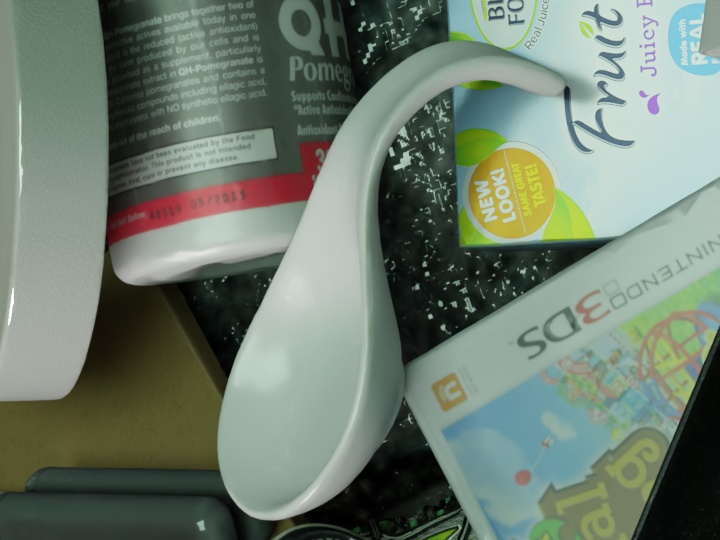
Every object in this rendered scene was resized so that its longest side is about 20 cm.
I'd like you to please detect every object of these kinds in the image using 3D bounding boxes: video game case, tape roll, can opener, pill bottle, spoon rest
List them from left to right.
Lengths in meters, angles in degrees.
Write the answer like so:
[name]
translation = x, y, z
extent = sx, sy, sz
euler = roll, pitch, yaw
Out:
[tape roll]
translation = -0.141, -0.047, 0.967
extent = 0.037, 0.203, 0.203
euler = -1, 88, -19
[can opener]
translation = -0.123, 0.111, 0.974
extent = 0.200, 0.053, 0.067
euler = -7, 106, 33
[pill bottle]
translation = -0.062, -0.100, 0.973
extent = 0.111, 0.111, 0.200
euler = -11, 86, 20
[spoon rest]
translation = 0.000, 0.000, 0.891
extent = 0.200, 0.061, 0.099
euler = -61, 31, 2
[video game case]
translation = 0.132, 0.080, 0.859
extent = 0.182, 0.022, 0.200
euler = -32, 78, 19

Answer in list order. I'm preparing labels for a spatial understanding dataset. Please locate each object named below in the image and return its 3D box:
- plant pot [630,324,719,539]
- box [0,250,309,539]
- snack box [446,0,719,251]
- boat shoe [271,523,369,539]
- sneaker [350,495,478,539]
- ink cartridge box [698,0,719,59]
[plant pot]
translation = 0.209, 0.052, 0.728
extent = 0.177, 0.200, 0.200
euler = 24, 80, -2
[box]
translation = -0.107, 0.109, 1.000
extent = 0.163, 0.021, 0.200
euler = -42, 57, 16
[snack box]
translation = 0.120, -0.111, 0.929
extent = 0.168, 0.068, 0.200
euler = -3, 87, 19
[boat shoe]
translation = 0.037, 0.153, 0.859
extent = 0.200, 0.075, 0.062
euler = 43, 144, 30
[sneaker]
translation = 0.029, 0.118, 0.954
extent = 0.085, 0.078, 0.200
euler = 40, 103, 17
[ink cartridge box]
translation = 0.208, -0.159, 0.838
extent = 0.084, 0.146, 0.200
euler = -3, 77, 65
